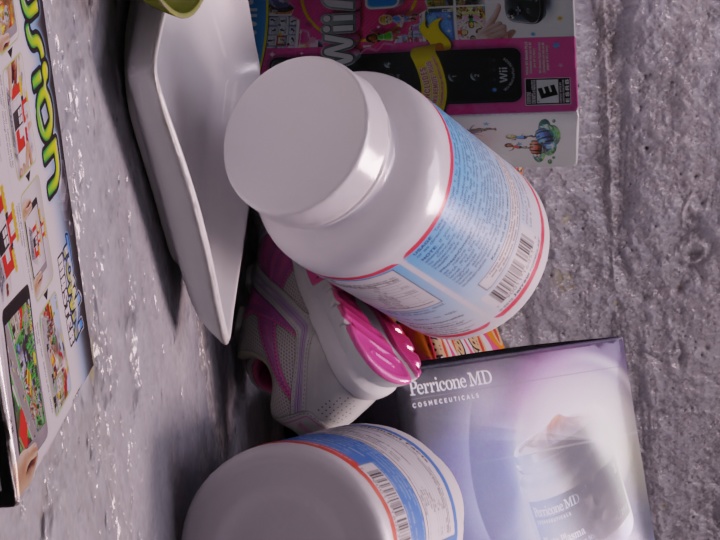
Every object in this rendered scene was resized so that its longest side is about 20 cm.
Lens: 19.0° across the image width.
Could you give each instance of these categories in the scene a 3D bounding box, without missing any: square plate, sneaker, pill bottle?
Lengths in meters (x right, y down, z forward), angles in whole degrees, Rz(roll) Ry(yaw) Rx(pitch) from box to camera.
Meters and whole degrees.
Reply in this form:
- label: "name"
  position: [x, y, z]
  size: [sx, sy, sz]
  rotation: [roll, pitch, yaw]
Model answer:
- label: "square plate"
  position: [-0.083, -0.099, 1.067]
  size: [0.198, 0.028, 0.200]
  rotation: [79, 11, -50]
- label: "sneaker"
  position: [-0.037, 0.022, 1.237]
  size: [0.081, 0.088, 0.200]
  rotation: [37, 18, -30]
- label: "pill bottle"
  position: [-0.009, 0.138, 1.127]
  size: [0.200, 0.112, 0.112]
  rotation: [3, 85, -73]
- label: "pill bottle"
  position: [0.014, -0.039, 1.127]
  size: [0.200, 0.109, 0.109]
  rotation: [32, 53, -57]

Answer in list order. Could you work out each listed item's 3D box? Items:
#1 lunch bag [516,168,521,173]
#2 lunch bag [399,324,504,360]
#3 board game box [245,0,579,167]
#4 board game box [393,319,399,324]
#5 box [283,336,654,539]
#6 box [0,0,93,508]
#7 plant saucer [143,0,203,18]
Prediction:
- label: "lunch bag"
  position: [0.061, -0.086, 1.436]
  size: [0.176, 0.082, 0.200]
  rotation: [94, -2, -77]
- label: "lunch bag"
  position: [0.041, 0.054, 1.533]
  size: [0.176, 0.082, 0.200]
  rotation: [43, 22, -48]
- label: "board game box"
  position: [0.024, -0.136, 1.242]
  size: [0.064, 0.200, 0.148]
  rotation: [77, 12, -64]
- label: "board game box"
  position: [0.000, 0.000, 1.329]
  size: [0.200, 0.023, 0.105]
  rotation: [137, -42, -56]
- label: "box"
  position: [0.071, 0.151, 1.323]
  size: [0.200, 0.123, 0.199]
  rotation: [-7, 86, -40]
- label: "box"
  position: [-0.124, -0.038, 0.679]
  size: [0.110, 0.035, 0.200]
  rotation: [-75, 161, -68]
- label: "plant saucer"
  position: [-0.100, -0.205, 0.908]
  size: [0.200, 0.031, 0.200]
  rotation: [-5, 90, -81]
